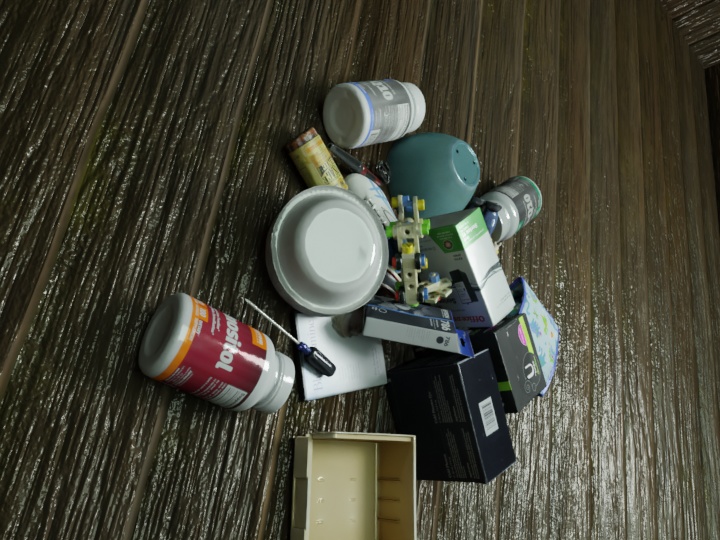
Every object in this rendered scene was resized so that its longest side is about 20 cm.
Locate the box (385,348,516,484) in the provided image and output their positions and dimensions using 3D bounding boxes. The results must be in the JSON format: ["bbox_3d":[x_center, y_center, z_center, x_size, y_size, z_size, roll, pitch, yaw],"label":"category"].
[{"bbox_3d":[0.155,0.258,1.099,0.103,0.179,0.206,-12,88,-45],"label":"box"}]

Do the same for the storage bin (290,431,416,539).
[{"bbox_3d":[-0.009,0.362,0.971,0.195,0.092,0.207,16,69,-41],"label":"storage bin"}]

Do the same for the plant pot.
[{"bbox_3d":[0.165,-0.196,1.264,0.197,0.133,0.207,15,68,-41],"label":"plant pot"}]

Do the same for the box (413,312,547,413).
[{"bbox_3d":[0.225,0.182,1.175,0.123,0.197,0.153,-20,92,-44],"label":"box"}]

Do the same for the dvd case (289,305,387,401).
[{"bbox_3d":[-0.033,0.135,1.061,0.196,0.017,0.147,-2,81,-44],"label":"dvd case"}]

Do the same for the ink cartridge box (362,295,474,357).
[{"bbox_3d":[0.101,0.092,1.059,0.194,0.100,0.040,12,110,-4],"label":"ink cartridge box"}]

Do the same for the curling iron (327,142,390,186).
[{"bbox_3d":[-0.002,-0.200,1.150,0.198,0.025,0.051,13,84,-54],"label":"curling iron"}]

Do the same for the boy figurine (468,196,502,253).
[{"bbox_3d":[0.232,-0.051,1.314,0.064,0.121,0.205,1,109,-75],"label":"boy figurine"}]

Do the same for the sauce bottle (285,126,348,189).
[{"bbox_3d":[-0.057,-0.148,1.082,0.066,0.065,0.203,-47,112,-41],"label":"sauce bottle"}]

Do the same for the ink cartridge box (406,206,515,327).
[{"bbox_3d":[0.183,0.001,1.153,0.082,0.145,0.204,-33,105,-35],"label":"ink cartridge box"}]

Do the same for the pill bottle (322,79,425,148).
[{"bbox_3d":[0.031,-0.301,1.175,0.198,0.112,0.117,-23,95,-46],"label":"pill bottle"}]

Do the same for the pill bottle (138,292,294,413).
[{"bbox_3d":[-0.189,0.121,0.845,0.198,0.111,0.116,32,58,-35],"label":"pill bottle"}]

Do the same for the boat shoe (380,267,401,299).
[{"bbox_3d":[0.000,0.000,1.095,0.198,0.071,0.064,37,74,-28],"label":"boat shoe"}]

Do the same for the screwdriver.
[{"bbox_3d":[-0.108,0.107,0.960,0.199,0.028,0.029,42,24,-32],"label":"screwdriver"}]

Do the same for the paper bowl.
[{"bbox_3d":[-0.048,-0.032,0.981,0.195,0.104,0.208,3,81,-18],"label":"paper bowl"}]

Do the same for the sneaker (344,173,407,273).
[{"bbox_3d":[0.030,-0.088,1.125,0.203,0.071,0.072,59,8,-2],"label":"sneaker"}]

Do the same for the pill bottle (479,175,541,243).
[{"bbox_3d":[0.330,-0.137,1.426,0.198,0.112,0.116,-32,101,-43],"label":"pill bottle"}]

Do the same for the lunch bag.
[{"bbox_3d":[0.356,0.144,1.367,0.171,0.126,0.202,49,60,-23],"label":"lunch bag"}]

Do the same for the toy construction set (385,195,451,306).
[{"bbox_3d":[0.093,-0.019,1.063,0.132,0.090,0.204,-79,149,-61],"label":"toy construction set"}]
